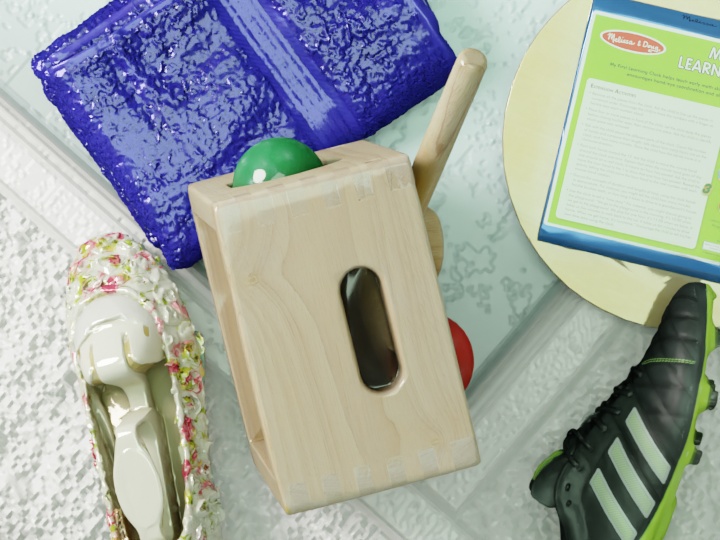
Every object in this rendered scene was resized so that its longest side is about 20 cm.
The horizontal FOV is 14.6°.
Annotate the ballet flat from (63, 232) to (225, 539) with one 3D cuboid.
[{"bbox_3d":[-0.115,0.073,1.476,0.075,0.064,0.201,-18,80,12],"label":"ballet flat"}]

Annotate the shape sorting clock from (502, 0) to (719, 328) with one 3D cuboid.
[{"bbox_3d":[0.175,-0.068,1.513,0.199,0.039,0.201,0,97,1],"label":"shape sorting clock"}]

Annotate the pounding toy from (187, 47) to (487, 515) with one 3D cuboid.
[{"bbox_3d":[0.000,0.000,1.413,0.141,0.184,0.201,-14,97,-7],"label":"pounding toy"}]

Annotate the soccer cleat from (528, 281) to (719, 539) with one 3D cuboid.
[{"bbox_3d":[0.136,0.098,1.483,0.081,0.068,0.201,17,90,3],"label":"soccer cleat"}]

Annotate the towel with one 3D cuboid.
[{"bbox_3d":[-0.061,-0.113,1.511,0.200,0.050,0.148,-37,85,-4],"label":"towel"}]
